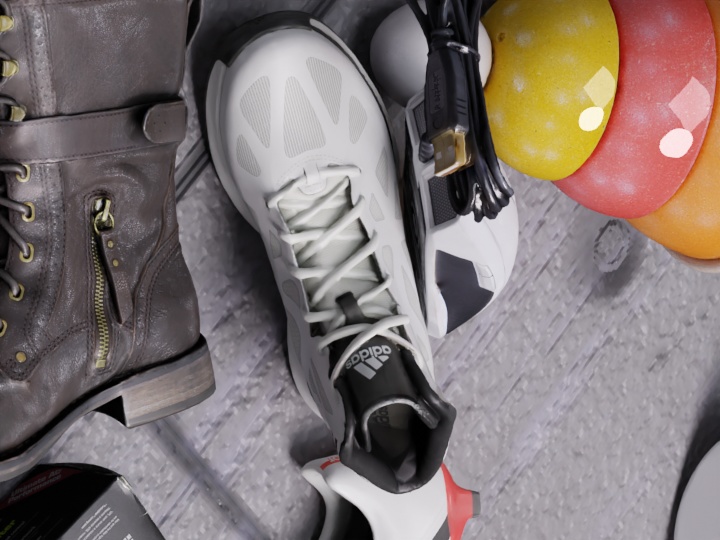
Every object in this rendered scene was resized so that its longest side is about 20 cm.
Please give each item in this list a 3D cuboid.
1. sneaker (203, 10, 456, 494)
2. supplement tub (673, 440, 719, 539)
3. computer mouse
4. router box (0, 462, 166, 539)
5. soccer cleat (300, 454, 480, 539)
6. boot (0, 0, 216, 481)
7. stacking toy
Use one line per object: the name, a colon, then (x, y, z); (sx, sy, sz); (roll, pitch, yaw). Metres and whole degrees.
sneaker: (0.000, 0.000, 1.136); (0.075, 0.115, 0.201); (-21, 120, -8)
supplement tub: (0.266, 0.141, 1.437); (0.200, 0.132, 0.133); (9, 96, -44)
computer mouse: (0.042, -0.039, 1.156); (0.044, 0.110, 0.200); (-9, 155, -4)
router box: (-0.131, 0.194, 1.093); (0.200, 0.062, 0.150); (-45, 117, -27)
soccer cleat: (-0.002, 0.173, 1.237); (0.085, 0.069, 0.201); (4, 96, -36)
boot: (-0.132, -0.020, 1.059); (0.200, 0.069, 0.175); (-19, 109, -44)
stacking toy: (0.095, -0.083, 1.228); (0.199, 0.146, 0.147); (9, 96, -29)
